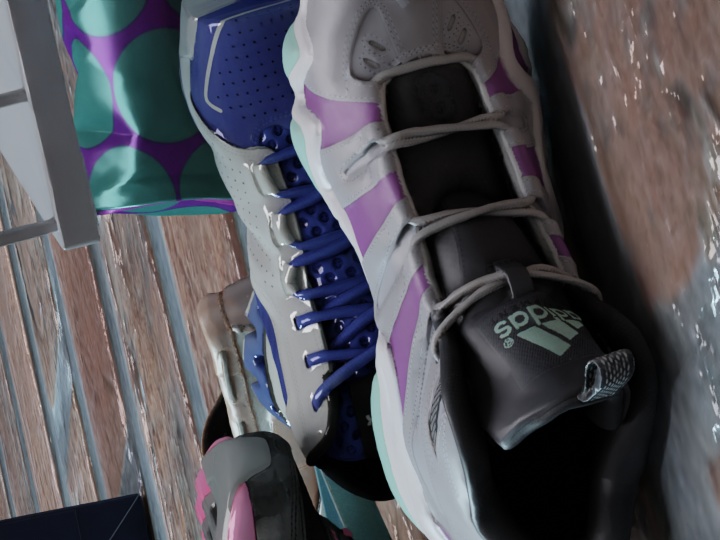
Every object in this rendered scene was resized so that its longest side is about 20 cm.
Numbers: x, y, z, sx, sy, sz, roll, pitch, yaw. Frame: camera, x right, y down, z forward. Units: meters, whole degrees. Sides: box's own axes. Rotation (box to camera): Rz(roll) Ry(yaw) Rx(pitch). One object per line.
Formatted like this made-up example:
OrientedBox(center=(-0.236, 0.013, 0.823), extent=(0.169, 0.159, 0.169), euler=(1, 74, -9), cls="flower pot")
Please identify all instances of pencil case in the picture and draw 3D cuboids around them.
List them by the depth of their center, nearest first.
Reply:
OrientedBox(center=(-0.105, -0.121, 1.301), extent=(0.092, 0.085, 0.201), euler=(-2, 97, 49), cls="pencil case")

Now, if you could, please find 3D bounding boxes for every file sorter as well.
OrientedBox(center=(-0.180, -0.105, 0.959), extent=(0.139, 0.124, 0.201), euler=(-132, 29, -66), cls="file sorter")

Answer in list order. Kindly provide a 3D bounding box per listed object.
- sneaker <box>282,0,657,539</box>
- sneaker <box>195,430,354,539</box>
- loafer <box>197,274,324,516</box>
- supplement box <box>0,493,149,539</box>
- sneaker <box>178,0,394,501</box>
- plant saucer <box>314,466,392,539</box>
OrientedBox(center=(0.041, 0.000, 0.791), extent=(0.140, 0.077, 0.201), euler=(-144, 37, -70), cls="sneaker")
OrientedBox(center=(0.001, 0.128, 0.982), extent=(0.079, 0.095, 0.201), euler=(-103, -2, -51), cls="sneaker")
OrientedBox(center=(-0.044, 0.060, 1.219), extent=(0.200, 0.062, 0.072), euler=(99, 158, -55), cls="loafer")
OrientedBox(center=(-0.205, 0.273, 1.931), extent=(0.200, 0.133, 0.201), euler=(131, 128, -73), cls="supplement box")
OrientedBox(center=(0.000, 0.001, 0.972), extent=(0.115, 0.080, 0.200), euler=(-124, 20, -53), cls="sneaker")
OrientedBox(center=(0.012, 0.160, 1.087), extent=(0.070, 0.019, 0.201), euler=(-117, 12, -52), cls="plant saucer")
